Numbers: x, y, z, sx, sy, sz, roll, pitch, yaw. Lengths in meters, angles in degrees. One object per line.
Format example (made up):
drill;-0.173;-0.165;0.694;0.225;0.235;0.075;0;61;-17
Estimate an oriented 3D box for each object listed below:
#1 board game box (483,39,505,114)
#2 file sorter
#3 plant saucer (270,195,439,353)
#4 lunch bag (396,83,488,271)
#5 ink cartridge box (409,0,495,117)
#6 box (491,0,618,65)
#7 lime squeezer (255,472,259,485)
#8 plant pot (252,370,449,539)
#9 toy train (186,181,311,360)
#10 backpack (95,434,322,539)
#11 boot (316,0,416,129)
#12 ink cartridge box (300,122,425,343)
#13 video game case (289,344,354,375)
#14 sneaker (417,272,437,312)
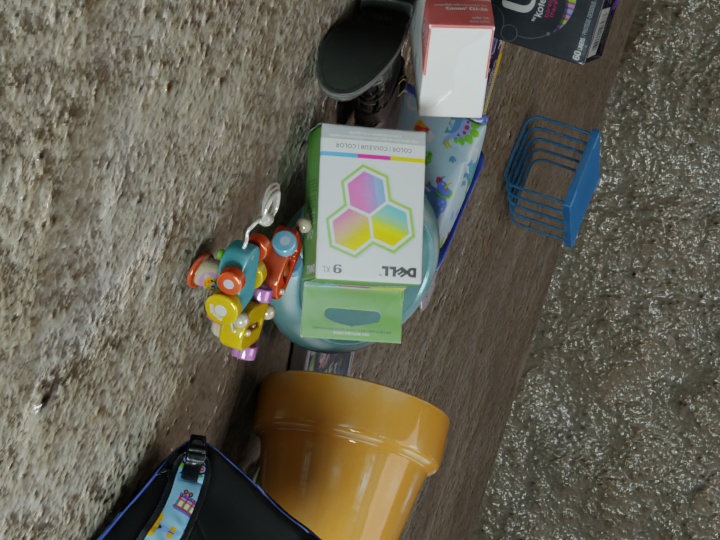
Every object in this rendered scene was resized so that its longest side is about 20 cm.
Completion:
board game box;0.120;-0.227;1.950;0.165;0.057;0.200;-38;145;-68
file sorter;0.314;-0.148;2.648;0.200;0.122;0.139;67;44;-70
plant saucer;0.000;0.000;1.613;0.200;0.027;0.200;-16;124;-25
lunch bag;0.056;-0.088;1.778;0.200;0.127;0.170;125;-11;-77
ink cartridge box;0.087;-0.260;1.602;0.117;0.067;0.200;95;-7;-47
box;0.176;-0.311;1.748;0.106;0.200;0.122;-31;139;-68
lime squeezer;-0.080;0.233;1.757;0.200;0.071;0.038;-24;145;-27
plant pot;-0.024;0.220;1.642;0.200;0.200;0.184;69;32;-69
toy train;-0.100;-0.006;1.426;0.200;0.056;0.150;71;38;-72
backpack;-0.146;0.273;1.379;0.200;0.183;0.135;-48;172;-21
boot;0.012;-0.177;1.581;0.174;0.069;0.200;94;19;-45
ink cartridge box;0.002;-0.034;1.526;0.059;0.104;0.200;168;-75;-74
video game case;-0.044;0.114;1.851;0.182;0.023;0.200;-47;153;-57
sneaker;0.060;-0.009;1.971;0.200;0.075;0.115;-7;113;-78
